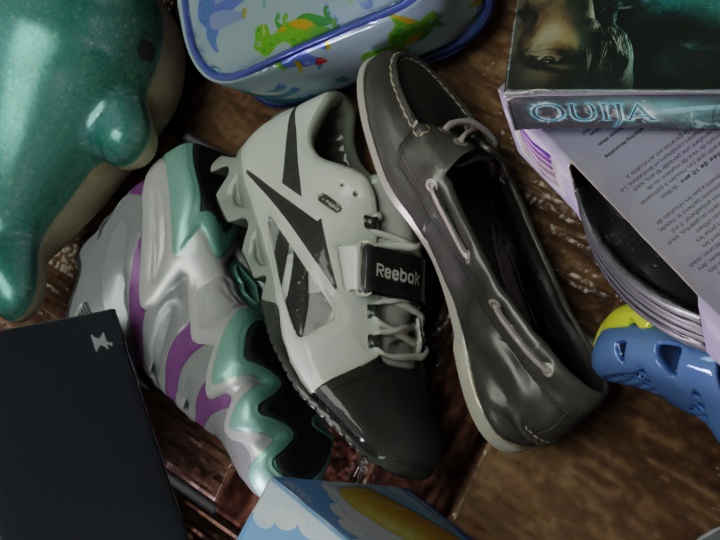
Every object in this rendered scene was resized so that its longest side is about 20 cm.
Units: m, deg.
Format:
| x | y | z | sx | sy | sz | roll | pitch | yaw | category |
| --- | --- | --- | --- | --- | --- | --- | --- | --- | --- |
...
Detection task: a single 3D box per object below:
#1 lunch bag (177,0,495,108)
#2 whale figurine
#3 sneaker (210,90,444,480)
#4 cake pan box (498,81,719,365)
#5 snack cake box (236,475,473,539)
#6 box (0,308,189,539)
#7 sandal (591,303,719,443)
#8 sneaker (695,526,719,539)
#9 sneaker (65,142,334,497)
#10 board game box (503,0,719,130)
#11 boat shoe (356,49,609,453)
| x | y | z | sx | sy | sz | roll | pitch | yaw | category |
| --- | --- | --- | --- | --- | --- | --- | --- | --- | --- |
| -0.023 | -0.190 | 0.874 | 0.160 | 0.082 | 0.201 | -19 | 71 | 28 | lunch bag |
| -0.175 | -0.075 | 0.918 | 0.159 | 0.104 | 0.201 | 7 | 69 | 41 | whale figurine |
| 0.000 | 0.000 | 0.828 | 0.088 | 0.074 | 0.201 | -39 | 63 | 24 | sneaker |
| 0.179 | -0.057 | 0.685 | 0.200 | 0.052 | 0.184 | -37 | 55 | -6 | cake pan box |
| 0.044 | 0.170 | 0.743 | 0.200 | 0.115 | 0.067 | 35 | 100 | 32 | snack cake box |
| -0.192 | 0.125 | 0.870 | 0.200 | 0.107 | 0.149 | -27 | 78 | 42 | box |
| 0.178 | 0.065 | 0.701 | 0.199 | 0.079 | 0.088 | 18 | 95 | 36 | sandal |
| 0.175 | 0.188 | 0.664 | 0.201 | 0.077 | 0.078 | 62 | 144 | 26 | sneaker |
| -0.095 | 0.050 | 0.887 | 0.140 | 0.078 | 0.201 | -35 | 55 | 25 | sneaker |
| 0.161 | -0.116 | 0.679 | 0.199 | 0.028 | 0.136 | 1 | 60 | 17 | board game box |
| 0.059 | -0.018 | 0.796 | 0.057 | 0.067 | 0.201 | -31 | 72 | 38 | boat shoe |
